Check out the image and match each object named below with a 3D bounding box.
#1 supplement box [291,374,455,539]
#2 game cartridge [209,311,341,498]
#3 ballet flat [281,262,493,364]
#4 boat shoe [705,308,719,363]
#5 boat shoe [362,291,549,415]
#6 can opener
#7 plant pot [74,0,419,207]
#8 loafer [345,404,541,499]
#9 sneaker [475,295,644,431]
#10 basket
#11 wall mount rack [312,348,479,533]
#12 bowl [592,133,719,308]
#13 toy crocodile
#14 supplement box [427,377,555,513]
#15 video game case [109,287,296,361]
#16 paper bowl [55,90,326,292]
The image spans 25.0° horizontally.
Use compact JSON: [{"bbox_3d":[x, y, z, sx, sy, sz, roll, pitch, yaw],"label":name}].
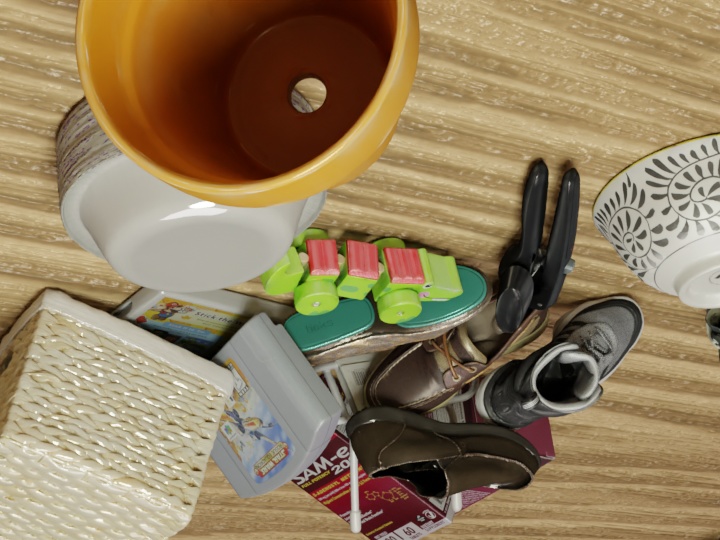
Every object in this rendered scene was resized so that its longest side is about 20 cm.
[{"bbox_3d":[-0.002,0.206,1.706,0.200,0.061,0.109,39,134,-16],"label":"supplement box"},{"bbox_3d":[-0.095,0.134,1.506,0.041,0.134,0.200,-26,168,-36],"label":"game cartridge"},{"bbox_3d":[0.025,0.041,1.483,0.199,0.068,0.067,-12,157,6],"label":"ballet flat"},{"bbox_3d":[0.366,0.042,1.589,0.060,0.076,0.201,-7,141,-4],"label":"boat shoe"},{"bbox_3d":[0.090,0.070,1.497,0.199,0.072,0.072,-28,166,-10],"label":"boat shoe"},{"bbox_3d":[0.159,-0.024,1.402,0.063,0.079,0.200,9,143,-1],"label":"can opener"},{"bbox_3d":[-0.052,-0.128,1.017,0.199,0.201,0.183,-14,168,10],"label":"plant pot"},{"bbox_3d":[0.076,0.181,1.492,0.199,0.072,0.073,13,144,-23],"label":"loafer"},{"bbox_3d":[0.208,0.085,1.522,0.200,0.076,0.114,-32,-175,-22],"label":"sneaker"},{"bbox_3d":[-0.248,0.157,1.463,0.199,0.161,0.198,25,140,-19],"label":"basket"},{"bbox_3d":[0.027,0.147,1.547,0.199,0.174,0.075,-7,151,-30],"label":"wall mount rack"},{"bbox_3d":[0.307,-0.028,1.405,0.199,0.095,0.201,-6,154,-3],"label":"bowl"},{"bbox_3d":[0.000,0.000,1.393,0.199,0.068,0.062,5,149,-25],"label":"toy crocodile"},{"bbox_3d":[0.105,0.198,1.790,0.110,0.086,0.200,12,147,-34],"label":"supplement box"},{"bbox_3d":[-0.156,0.069,1.533,0.199,0.023,0.182,16,144,-38],"label":"video game case"},{"bbox_3d":[-0.124,-0.056,1.210,0.199,0.105,0.201,-8,154,-4],"label":"paper bowl"}]
